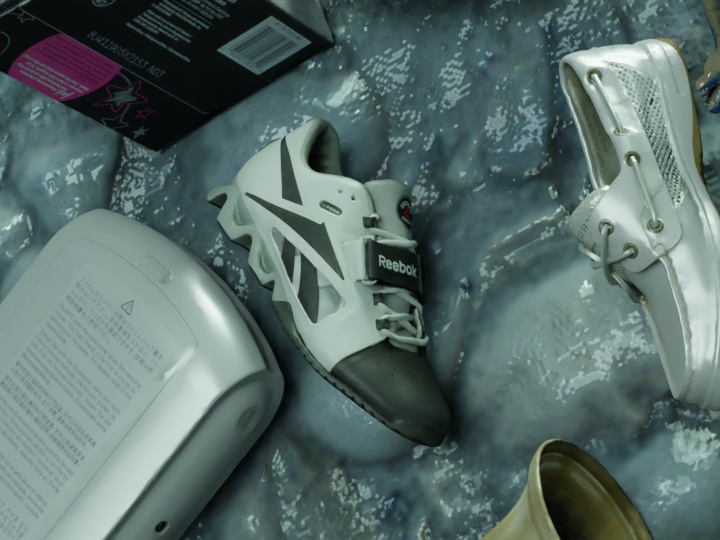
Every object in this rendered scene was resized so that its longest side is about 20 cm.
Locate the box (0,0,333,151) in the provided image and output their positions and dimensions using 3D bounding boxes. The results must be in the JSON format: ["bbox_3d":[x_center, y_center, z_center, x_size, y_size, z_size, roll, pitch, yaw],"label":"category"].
[{"bbox_3d":[-0.127,-0.167,1.443,0.132,0.200,0.115,-30,64,19],"label":"box"}]

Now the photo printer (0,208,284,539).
[{"bbox_3d":[-0.144,0.077,1.459,0.166,0.069,0.200,42,97,32],"label":"photo printer"}]

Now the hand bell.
[{"bbox_3d":[0.040,0.175,1.314,0.200,0.104,0.104,-34,62,23],"label":"hand bell"}]

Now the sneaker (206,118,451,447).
[{"bbox_3d":[0.000,0.000,1.396,0.089,0.074,0.200,-44,60,14],"label":"sneaker"}]

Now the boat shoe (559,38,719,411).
[{"bbox_3d":[0.135,-0.021,1.316,0.069,0.071,0.200,-3,60,-12],"label":"boat shoe"}]

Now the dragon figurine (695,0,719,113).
[{"bbox_3d":[0.189,-0.173,1.348,0.059,0.099,0.200,-8,53,29],"label":"dragon figurine"}]
